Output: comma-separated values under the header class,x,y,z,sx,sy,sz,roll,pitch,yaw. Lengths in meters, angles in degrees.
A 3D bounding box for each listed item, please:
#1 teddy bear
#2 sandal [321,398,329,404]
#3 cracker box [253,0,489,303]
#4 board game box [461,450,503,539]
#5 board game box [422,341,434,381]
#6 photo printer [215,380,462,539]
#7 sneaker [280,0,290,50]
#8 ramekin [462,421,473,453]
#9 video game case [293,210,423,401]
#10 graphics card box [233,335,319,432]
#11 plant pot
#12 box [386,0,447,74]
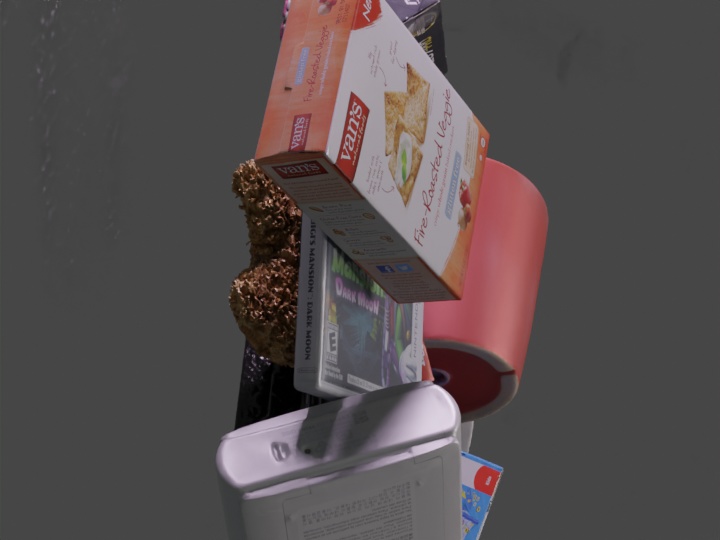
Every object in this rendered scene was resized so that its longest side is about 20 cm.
class,x,y,z,sx,sy,sz,roll,pitch,yaw
teddy bear,-0.046,-0.024,1.202,0.145,0.066,0.201,34,58,-61
sandal,0.006,0.129,1.326,0.201,0.057,0.080,-8,98,-76
cracker box,0.014,-0.081,1.126,0.200,0.057,0.135,43,50,-49
board game box,0.042,0.258,1.400,0.200,0.056,0.197,112,-1,-71
board game box,0.000,0.000,1.383,0.103,0.019,0.201,-18,-94,58
photo printer,-0.009,0.175,1.176,0.201,0.166,0.070,85,-13,-46
sneaker,-0.022,-0.169,1.470,0.074,0.087,0.201,-64,153,-80
ramekin,0.026,0.118,1.650,0.200,0.097,0.202,-179,-90,-69
video game case,0.005,0.007,1.205,0.200,0.023,0.183,28,62,-65
graphics card box,-0.057,0.141,1.269,0.126,0.051,0.201,-85,173,-46
plant pot,0.068,0.024,1.494,0.201,0.199,0.178,84,9,-55
box,0.008,-0.273,1.519,0.201,0.049,0.161,59,-6,15
